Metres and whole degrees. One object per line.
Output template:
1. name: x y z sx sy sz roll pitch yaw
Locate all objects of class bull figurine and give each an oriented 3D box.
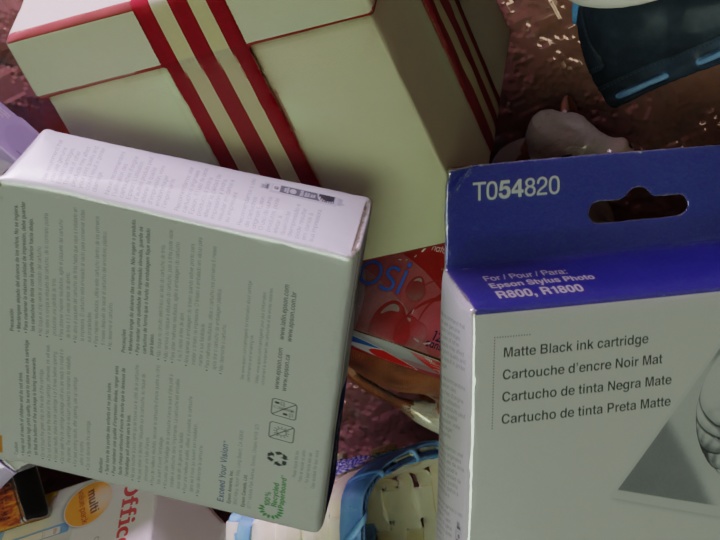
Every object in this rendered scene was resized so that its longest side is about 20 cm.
1. bull figurine: 0.077 0.005 1.195 0.200 0.065 0.121 -38 105 27

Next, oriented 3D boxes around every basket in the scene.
1. basket: 0.040 0.157 1.215 0.199 0.176 0.140 1 93 29

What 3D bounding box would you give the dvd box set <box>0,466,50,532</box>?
1. dvd box set: -0.277 0.094 1.320 0.199 0.029 0.147 -19 85 23

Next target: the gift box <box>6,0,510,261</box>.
1. gift box: -0.047 -0.124 1.097 0.184 0.201 0.187 -15 128 17

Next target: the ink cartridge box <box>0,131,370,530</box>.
1. ink cartridge box: -0.103 0.026 1.079 0.199 0.041 0.200 12 138 3

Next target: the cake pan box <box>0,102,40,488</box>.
1. cake pan box: -0.212 0.010 1.209 0.200 0.052 0.184 43 110 -12

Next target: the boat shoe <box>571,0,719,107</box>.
1. boat shoe: 0.198 -0.117 1.098 0.199 0.084 0.069 -8 97 33

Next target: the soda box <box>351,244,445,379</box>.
1. soda box: 0.000 0.000 1.146 0.199 0.070 0.063 18 170 43

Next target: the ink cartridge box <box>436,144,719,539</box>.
1. ink cartridge box: 0.129 0.048 1.074 0.198 0.041 0.201 -6 106 -22

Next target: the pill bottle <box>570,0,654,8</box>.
1. pill bottle: 0.105 -0.225 1.039 0.113 0.113 0.201 -15 112 21

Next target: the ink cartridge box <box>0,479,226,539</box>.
1. ink cartridge box: -0.142 0.201 1.300 0.199 0.129 0.125 -21 130 22
